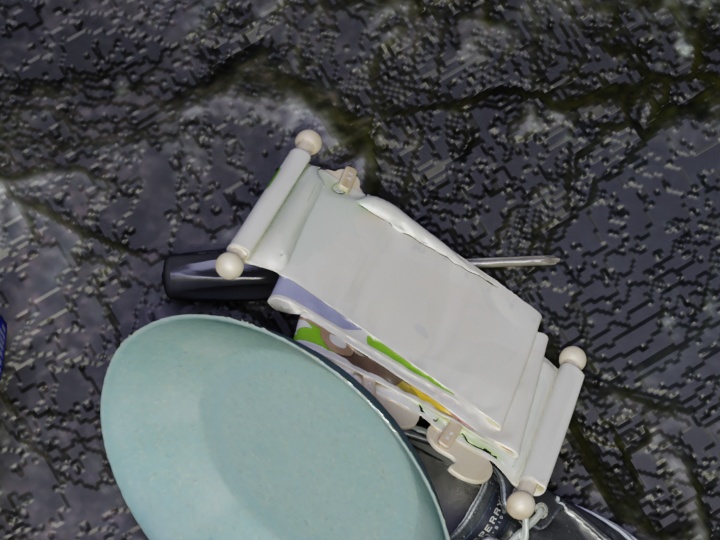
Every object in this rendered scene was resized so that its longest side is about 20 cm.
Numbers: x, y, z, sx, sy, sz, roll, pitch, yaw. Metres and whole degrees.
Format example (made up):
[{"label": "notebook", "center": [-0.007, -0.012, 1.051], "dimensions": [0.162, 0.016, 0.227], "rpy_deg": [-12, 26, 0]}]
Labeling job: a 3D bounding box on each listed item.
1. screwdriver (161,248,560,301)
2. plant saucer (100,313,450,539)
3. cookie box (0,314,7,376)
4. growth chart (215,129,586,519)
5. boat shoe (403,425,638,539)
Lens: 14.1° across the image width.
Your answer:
[{"label": "screwdriver", "center": [0.000, 0.000, 1.461], "dimensions": [0.199, 0.029, 0.028], "rpy_deg": [-1, 74, -7]}, {"label": "plant saucer", "center": [-0.031, 0.096, 1.363], "dimensions": [0.201, 0.201, 0.039], "rpy_deg": [38, 49, 11]}, {"label": "cookie box", "center": [-0.270, 0.106, 1.412], "dimensions": [0.171, 0.075, 0.201], "rpy_deg": [5, 75, 6]}, {"label": "growth chart", "center": [0.023, 0.025, 1.395], "dimensions": [0.200, 0.018, 0.145], "rpy_deg": [38, 39, 1]}, {"label": "boat shoe", "center": [0.062, 0.123, 1.396], "dimensions": [0.200, 0.068, 0.072], "rpy_deg": [29, 78, 10]}]
